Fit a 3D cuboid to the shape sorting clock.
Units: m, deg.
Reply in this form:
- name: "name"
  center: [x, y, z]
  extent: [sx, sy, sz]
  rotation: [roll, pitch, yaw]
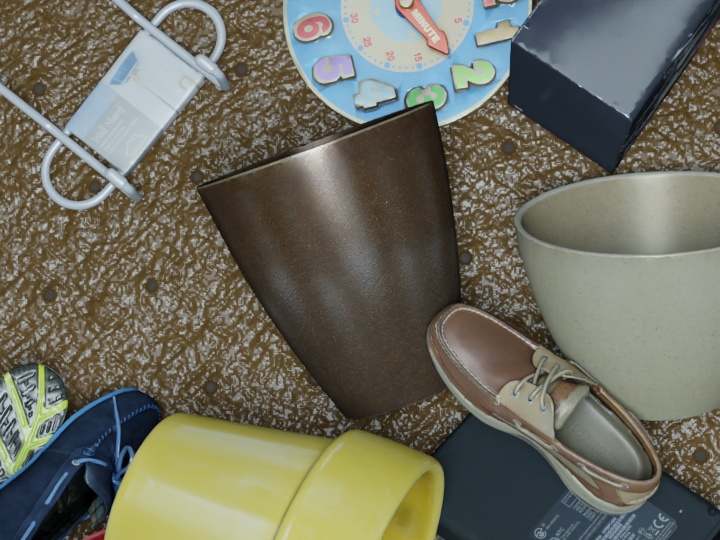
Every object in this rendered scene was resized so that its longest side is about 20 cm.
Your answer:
- name: "shape sorting clock"
  center: [0.036, -0.208, 1.416]
  extent: [0.198, 0.039, 0.202]
  rotation: [-1, 82, 5]

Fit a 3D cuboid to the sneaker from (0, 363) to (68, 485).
- name: "sneaker"
  center: [-0.284, 0.164, 1.373]
  extent: [0.075, 0.076, 0.201]
  rotation: [36, 84, -3]

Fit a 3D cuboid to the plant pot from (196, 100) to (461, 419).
- name: "plant pot"
  center: [0.000, 0.000, 1.334]
  extent: [0.186, 0.187, 0.201]
  rotation: [-20, 95, 2]

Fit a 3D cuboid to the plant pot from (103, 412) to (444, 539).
- name: "plant pot"
  center: [-0.065, 0.191, 1.236]
  extent: [0.188, 0.201, 0.202]
  rotation: [19, 84, 15]

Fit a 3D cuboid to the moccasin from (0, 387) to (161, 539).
- name: "moccasin"
  center: [-0.209, 0.167, 1.333]
  extent: [0.068, 0.081, 0.200]
  rotation: [22, 49, 30]

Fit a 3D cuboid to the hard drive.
- name: "hard drive"
  center: [0.146, 0.174, 1.309]
  extent: [0.200, 0.033, 0.140]
  rotation: [35, 62, 22]

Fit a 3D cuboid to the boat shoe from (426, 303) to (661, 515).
- name: "boat shoe"
  center: [0.135, 0.089, 1.268]
  extent: [0.200, 0.072, 0.076]
  rotation: [38, 69, 0]

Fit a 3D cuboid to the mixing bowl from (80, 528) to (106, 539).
- name: "mixing bowl"
  center: [-0.155, 0.296, 1.311]
  extent: [0.199, 0.109, 0.201]
  rotation: [8, 57, -12]

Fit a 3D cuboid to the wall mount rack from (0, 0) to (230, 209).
- name: "wall mount rack"
  center: [-0.205, -0.155, 1.411]
  extent: [0.173, 0.075, 0.200]
  rotation: [38, 86, 9]

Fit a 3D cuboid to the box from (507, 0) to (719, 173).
- name: "box"
  center: [0.199, -0.188, 1.318]
  extent: [0.104, 0.200, 0.183]
  rotation: [35, 87, 8]

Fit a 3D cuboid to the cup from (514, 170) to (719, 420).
- name: "cup"
  center: [0.216, 0.023, 1.308]
  extent: [0.199, 0.200, 0.144]
  rotation: [-5, 109, 4]
